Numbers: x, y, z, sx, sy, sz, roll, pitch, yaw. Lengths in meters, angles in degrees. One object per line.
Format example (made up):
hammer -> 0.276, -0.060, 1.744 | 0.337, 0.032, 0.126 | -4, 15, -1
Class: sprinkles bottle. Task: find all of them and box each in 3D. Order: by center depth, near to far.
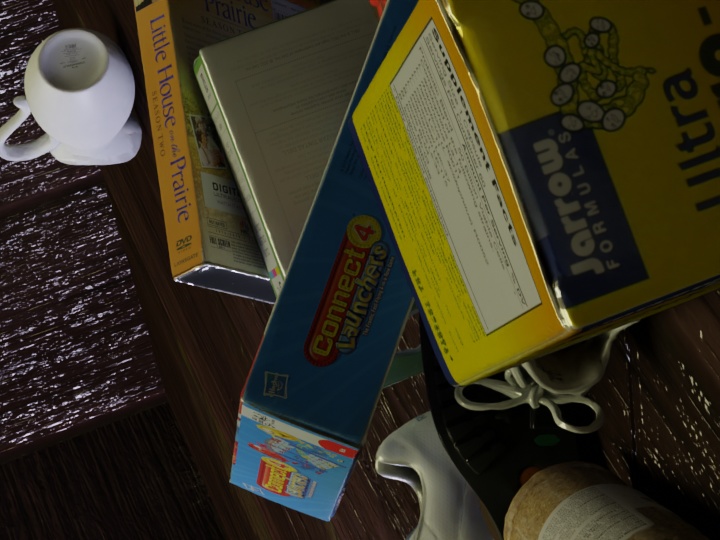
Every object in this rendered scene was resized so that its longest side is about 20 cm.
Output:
sprinkles bottle -> 0.119, 0.132, 0.919 | 0.200, 0.068, 0.068 | -152, 43, -75

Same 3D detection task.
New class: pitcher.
pitcher -> -0.337, -0.185, 2.454 | 0.200, 0.171, 0.122 | 93, 160, -68

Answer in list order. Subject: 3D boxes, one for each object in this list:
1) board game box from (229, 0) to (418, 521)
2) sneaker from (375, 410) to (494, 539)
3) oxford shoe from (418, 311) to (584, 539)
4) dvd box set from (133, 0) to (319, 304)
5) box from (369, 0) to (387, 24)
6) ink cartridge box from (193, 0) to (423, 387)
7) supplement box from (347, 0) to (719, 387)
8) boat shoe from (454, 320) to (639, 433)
board game box -> 0.000, 0.000, 1.007 | 0.196, 0.056, 0.201 | 108, -178, -73
sneaker -> 0.073, 0.164, 1.180 | 0.075, 0.087, 0.200 | 102, 146, -68
oxford shoe -> 0.071, 0.079, 1.068 | 0.084, 0.072, 0.201 | -146, 38, -80
dvd box set -> -0.063, -0.080, 1.231 | 0.146, 0.029, 0.201 | 14, -119, -52
box -> 0.013, -0.196, 0.933 | 0.200, 0.039, 0.137 | 107, 143, -74
ink cartridge box -> -0.006, -0.038, 1.157 | 0.059, 0.104, 0.201 | 145, 105, -80
supplement box -> 0.075, -0.037, 0.709 | 0.200, 0.109, 0.109 | 135, 114, -80
boat shoe -> 0.078, 0.027, 0.906 | 0.202, 0.074, 0.086 | 134, 133, -72
